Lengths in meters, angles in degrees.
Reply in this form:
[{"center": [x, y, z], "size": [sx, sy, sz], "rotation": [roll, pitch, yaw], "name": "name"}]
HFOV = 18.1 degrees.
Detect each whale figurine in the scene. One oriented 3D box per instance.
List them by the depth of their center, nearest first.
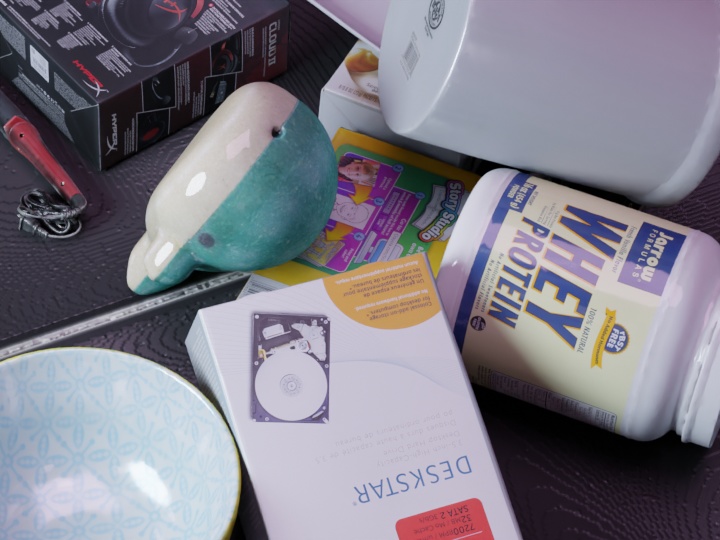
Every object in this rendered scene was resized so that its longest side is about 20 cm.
[{"center": [-0.086, -0.038, 1.520], "size": [0.104, 0.200, 0.159], "rotation": [38, 51, -6], "name": "whale figurine"}]

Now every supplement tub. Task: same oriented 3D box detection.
[{"center": [0.157, 0.027, 1.497], "size": [0.199, 0.145, 0.145], "rotation": [19, 50, 12], "name": "supplement tub"}]

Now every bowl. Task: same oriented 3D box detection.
[{"center": [-0.173, 0.156, 1.384], "size": [0.199, 0.108, 0.201], "rotation": [2, 50, -3], "name": "bowl"}]

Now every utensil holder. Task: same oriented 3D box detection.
[{"center": [0.133, -0.146, 1.517], "size": [0.199, 0.170, 0.170], "rotation": [13, 46, -20], "name": "utensil holder"}]

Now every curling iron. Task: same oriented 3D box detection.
[{"center": [-0.255, -0.095, 1.647], "size": [0.049, 0.026, 0.200], "rotation": [-18, 53, -22], "name": "curling iron"}]

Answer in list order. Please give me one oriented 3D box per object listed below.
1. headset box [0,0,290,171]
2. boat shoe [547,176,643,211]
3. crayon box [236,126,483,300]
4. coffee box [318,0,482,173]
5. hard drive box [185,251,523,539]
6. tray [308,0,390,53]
[{"center": [-0.159, -0.183, 1.698], "size": [0.200, 0.075, 0.149], "rotation": [-32, 59, -27], "name": "headset box"}, {"center": [0.183, -0.080, 1.649], "size": [0.073, 0.063, 0.202], "rotation": [18, 49, 13], "name": "boat shoe"}, {"center": [0.000, 0.000, 1.565], "size": [0.118, 0.058, 0.200], "rotation": [20, 51, 12], "name": "crayon box"}, {"center": [0.062, -0.153, 1.687], "size": [0.114, 0.080, 0.200], "rotation": [22, 51, 13], "name": "coffee box"}, {"center": [-0.005, 0.107, 1.415], "size": [0.155, 0.077, 0.201], "rotation": [-15, 76, -16], "name": "hard drive box"}, {"center": [0.037, -0.188, 1.647], "size": [0.200, 0.022, 0.107], "rotation": [39, 56, 25], "name": "tray"}]
